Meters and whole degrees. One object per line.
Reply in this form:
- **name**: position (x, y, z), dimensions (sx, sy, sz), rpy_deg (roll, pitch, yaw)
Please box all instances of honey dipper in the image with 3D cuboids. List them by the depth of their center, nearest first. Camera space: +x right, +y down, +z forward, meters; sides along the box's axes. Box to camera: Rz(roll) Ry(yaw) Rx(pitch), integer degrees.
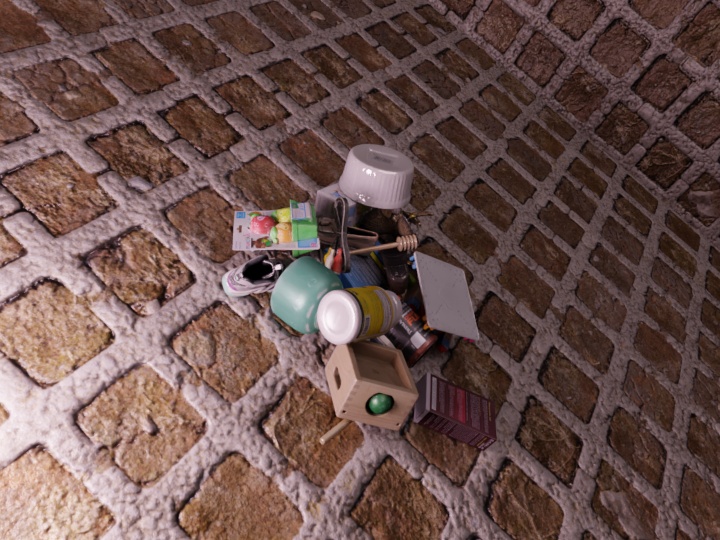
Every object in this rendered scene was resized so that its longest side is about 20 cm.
- **honey dipper**: position (0.046, -0.056, 1.728), dimensions (0.195, 0.038, 0.039), rpy_deg (-11, 55, -15)

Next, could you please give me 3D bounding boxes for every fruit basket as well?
- **fruit basket**: position (-0.196, -0.103, 1.603), dimensions (0.195, 0.096, 0.187), rpy_deg (3, 32, -10)

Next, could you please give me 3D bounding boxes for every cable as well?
- **cable**: position (-0.054, -0.072, 1.647), dimensions (0.049, 0.206, 0.096), rpy_deg (1, 7, -31)

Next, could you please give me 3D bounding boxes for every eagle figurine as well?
- **eagle figurine**: position (0.093, -0.126, 1.862), dimensions (0.152, 0.151, 0.200), rpy_deg (53, 28, -6)

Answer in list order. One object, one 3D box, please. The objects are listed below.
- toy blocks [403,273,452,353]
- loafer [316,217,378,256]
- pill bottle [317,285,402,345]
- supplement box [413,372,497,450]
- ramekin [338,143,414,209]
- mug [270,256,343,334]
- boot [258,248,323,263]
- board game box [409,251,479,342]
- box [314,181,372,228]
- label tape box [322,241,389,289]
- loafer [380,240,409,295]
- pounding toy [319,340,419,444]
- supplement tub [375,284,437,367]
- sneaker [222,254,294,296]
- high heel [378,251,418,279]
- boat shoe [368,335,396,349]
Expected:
- **toy blocks**: position (0.172, 0.119, 1.764), dimensions (0.200, 0.099, 0.138), rpy_deg (45, 44, -17)
- **loafer**: position (-0.048, -0.099, 1.729), dimensions (0.196, 0.063, 0.073), rpy_deg (19, 39, -22)
- **pill bottle**: position (0.005, 0.093, 1.502), dimensions (0.198, 0.113, 0.113), rpy_deg (-4, 53, -55)
- **supplement box**: position (0.223, 0.331, 1.623), dimensions (0.197, 0.061, 0.110), rpy_deg (25, 41, -14)
- **ramekin**: position (0.047, -0.252, 1.817), dimensions (0.195, 0.100, 0.202), rpy_deg (10, 31, -6)
- **mug**: position (-0.098, 0.055, 1.546), dimensions (0.113, 0.154, 0.184), rpy_deg (33, 50, 26)
- **boot**: position (-0.191, -0.055, 1.689), dimensions (0.171, 0.070, 0.202), rpy_deg (-1, 48, -31)
- **board game box**: position (0.209, 0.069, 1.727), dimensions (0.197, 0.026, 0.204), rpy_deg (19, 52, -42)
- **box**: position (-0.029, -0.169, 1.858), dimensions (0.100, 0.115, 0.199), rpy_deg (30, 35, 24)
- **label tape box**: position (0.000, 0.000, 1.771), dimensions (0.198, 0.064, 0.145), rpy_deg (-15, 62, -48)
- **loafer**: position (0.085, -0.008, 1.756), dimensions (0.071, 0.072, 0.202), rpy_deg (-1, 32, 2)
- **pounding toy**: position (0.005, 0.265, 1.477), dimensions (0.181, 0.144, 0.201), rpy_deg (18, 26, -23)
- **supplement tub**: position (0.086, 0.130, 1.677), dimensions (0.200, 0.107, 0.107), rpy_deg (45, 39, 9)
- **sneaker**: position (-0.197, 0.003, 1.544), dimensions (0.197, 0.139, 0.079), rpy_deg (-20, 86, -39)
- **high heel**: position (0.128, 0.015, 1.841), dimensions (0.140, 0.072, 0.201), rpy_deg (7, 31, -41)
- **boat shoe**: position (0.003, 0.170, 1.618), dimensions (0.200, 0.074, 0.093), rpy_deg (47, 72, -12)
